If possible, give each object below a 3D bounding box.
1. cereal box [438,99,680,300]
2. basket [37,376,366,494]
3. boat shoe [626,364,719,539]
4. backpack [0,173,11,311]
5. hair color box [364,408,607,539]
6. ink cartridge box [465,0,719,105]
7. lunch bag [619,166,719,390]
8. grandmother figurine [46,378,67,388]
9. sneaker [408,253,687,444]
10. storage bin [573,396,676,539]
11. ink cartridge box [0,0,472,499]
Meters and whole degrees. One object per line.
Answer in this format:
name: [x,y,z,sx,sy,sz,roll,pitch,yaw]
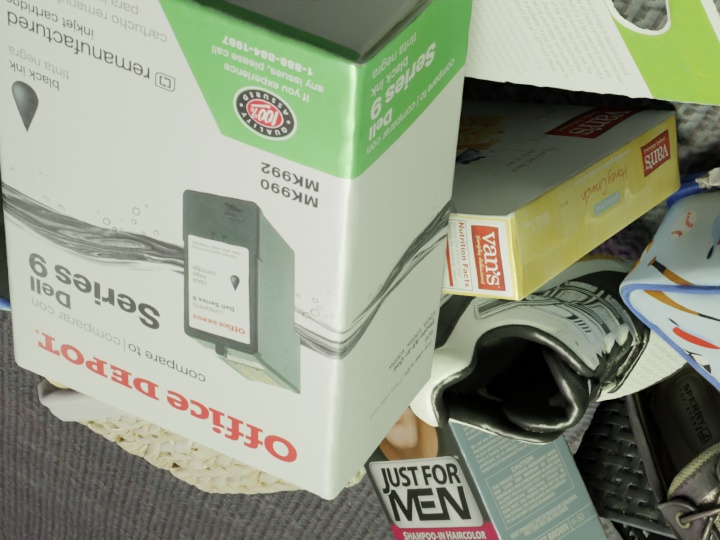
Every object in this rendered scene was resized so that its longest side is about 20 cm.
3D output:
cereal box: [0.012,-0.036,0.917,0.199,0.144,0.040,5,112,32]
basket: [-0.065,0.038,1.212,0.123,0.136,0.200,34,159,-23]
boat shoe: [0.166,0.102,1.015,0.065,0.072,0.201,30,-153,-37]
backpack: [-0.178,-0.091,1.003,0.146,0.184,0.200,24,167,33]
hair color box: [0.035,0.055,1.093,0.099,0.060,0.201,-13,102,59]
ink cartridge box: [0.041,-0.135,0.766,0.199,0.076,0.148,12,152,35]
lunch bag: [0.207,0.031,0.930,0.200,0.076,0.160,42,159,-29]
grandmother figurine: [-0.079,-0.023,1.093,0.061,0.121,0.200,43,122,-15]
sneaker: [0.079,0.042,0.953,0.199,0.076,0.088,2,-148,-38]
storage bin: [0.211,0.130,1.117,0.199,0.094,0.135,13,154,37]
ink cartridge box: [-0.047,-0.035,0.789,0.145,0.084,0.201,22,134,20]
